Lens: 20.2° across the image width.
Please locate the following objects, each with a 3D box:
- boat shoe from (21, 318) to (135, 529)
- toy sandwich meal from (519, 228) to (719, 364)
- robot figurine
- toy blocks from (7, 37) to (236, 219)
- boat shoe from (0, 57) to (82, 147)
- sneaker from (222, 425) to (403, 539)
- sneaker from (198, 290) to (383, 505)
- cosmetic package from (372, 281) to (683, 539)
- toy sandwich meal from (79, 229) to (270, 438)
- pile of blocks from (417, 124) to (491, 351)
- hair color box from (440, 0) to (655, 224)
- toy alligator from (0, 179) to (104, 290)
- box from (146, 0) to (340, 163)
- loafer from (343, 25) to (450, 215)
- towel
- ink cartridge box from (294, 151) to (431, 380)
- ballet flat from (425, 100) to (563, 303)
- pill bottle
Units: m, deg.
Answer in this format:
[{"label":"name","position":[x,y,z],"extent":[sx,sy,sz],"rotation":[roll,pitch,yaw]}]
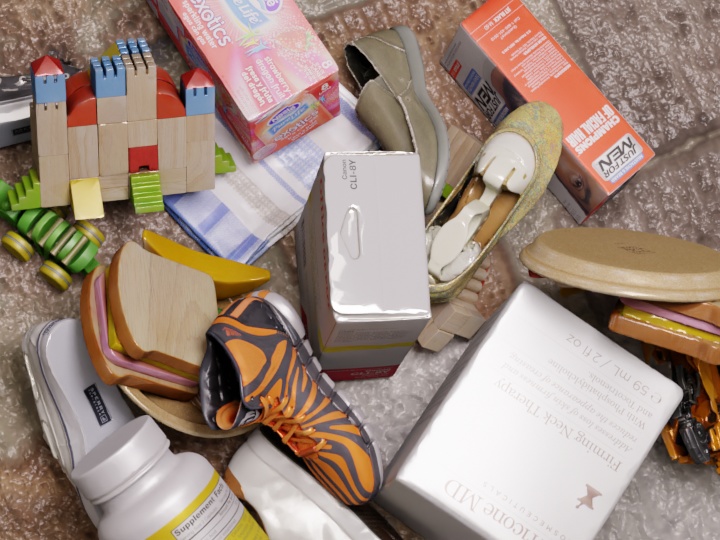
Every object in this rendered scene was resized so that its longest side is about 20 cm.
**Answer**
[{"label":"boat shoe","position":[-0.234,0.135,1.704],"extent":[0.071,0.070,0.200],"rotation":[-31,108,-35]},{"label":"toy sandwich meal","position":[0.228,0.018,1.663],"extent":[0.205,0.205,0.070],"rotation":[4,103,-8]},{"label":"robot figurine","position":[0.295,0.087,1.777],"extent":[0.145,0.058,0.200],"rotation":[9,65,-50]},{"label":"toy blocks","position":[-0.201,-0.131,1.708],"extent":[0.200,0.137,0.100],"rotation":[-7,34,-15]},{"label":"boat shoe","position":[-0.275,-0.155,1.771],"extent":[0.200,0.070,0.066],"rotation":[-14,70,-10]},{"label":"sneaker","position":[-0.034,0.225,1.722],"extent":[0.200,0.073,0.085],"rotation":[40,97,1]},{"label":"sneaker","position":[-0.067,0.122,1.646],"extent":[0.200,0.078,0.112],"rotation":[56,39,-2]},{"label":"cosmetic package","position":[0.136,0.149,1.706],"extent":[0.167,0.166,0.200],"rotation":[34,75,0]},{"label":"toy sandwich meal","position":[-0.141,0.047,1.694],"extent":[0.205,0.070,0.205],"rotation":[22,47,-26]},{"label":"pile of blocks","position":[0.086,-0.025,1.804],"extent":[0.062,0.082,0.200],"rotation":[20,81,-48]},{"label":"hair color box","position":[0.164,-0.146,1.809],"extent":[0.064,0.111,0.200],"rotation":[-40,85,-14]},{"label":"toy alligator","position":[-0.286,-0.046,1.745],"extent":[0.200,0.054,0.059],"rotation":[38,74,1]},{"label":"box","position":[-0.107,-0.210,1.771],"extent":[0.095,0.103,0.200],"rotation":[-31,73,-10]},{"label":"loafer","position":[0.027,-0.131,1.785],"extent":[0.070,0.075,0.200],"rotation":[-2,52,-17]},{"label":"towel","position":[-0.090,-0.108,1.807],"extent":[0.200,0.024,0.147],"rotation":[-43,85,-15]},{"label":"ink cartridge box","position":[0.000,0.000,1.699],"extent":[0.083,0.200,0.145],"rotation":[-2,74,-9]},{"label":"ballet flat","position":[0.106,-0.059,1.721],"extent":[0.071,0.071,0.200],"rotation":[35,93,1]},{"label":"pill bottle","position":[-0.144,0.220,1.651],"extent":[0.111,0.111,0.200],"rotation":[-40,100,-15]}]
